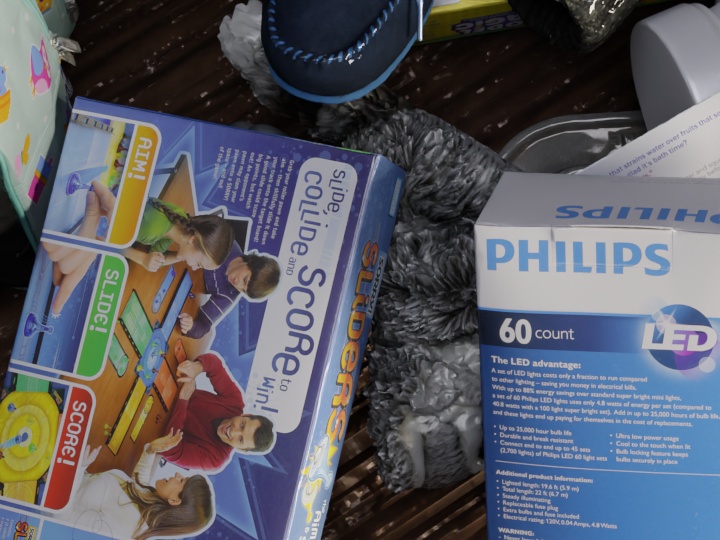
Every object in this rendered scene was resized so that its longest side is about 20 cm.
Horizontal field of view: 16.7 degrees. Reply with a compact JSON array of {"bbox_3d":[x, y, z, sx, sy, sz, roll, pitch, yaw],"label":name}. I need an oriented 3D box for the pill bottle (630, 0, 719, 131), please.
[{"bbox_3d":[0.217,-0.092,0.993,0.199,0.113,0.114,-19,79,-7],"label":"pill bottle"}]

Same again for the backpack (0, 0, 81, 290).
[{"bbox_3d":[-0.201,-0.082,0.974,0.175,0.200,0.154,10,76,5],"label":"backpack"}]

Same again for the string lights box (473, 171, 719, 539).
[{"bbox_3d":[0.100,0.068,0.913,0.102,0.059,0.201,3,112,15],"label":"string lights box"}]

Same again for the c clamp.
[{"bbox_3d":[0.147,0.010,1.029,0.198,0.027,0.172,2,80,2],"label":"c clamp"}]

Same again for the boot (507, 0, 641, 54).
[{"bbox_3d":[0.133,-0.152,0.925,0.157,0.211,0.080,-28,91,-10],"label":"boot"}]

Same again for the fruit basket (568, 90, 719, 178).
[{"bbox_3d":[0.206,-0.005,0.937,0.185,0.094,0.200,-30,108,17],"label":"fruit basket"}]

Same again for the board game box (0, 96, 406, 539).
[{"bbox_3d":[-0.070,0.043,0.947,0.135,0.034,0.201,12,85,21],"label":"board game box"}]

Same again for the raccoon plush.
[{"bbox_3d":[0.000,0.000,0.996,0.199,0.097,0.134,34,90,20],"label":"raccoon plush"}]

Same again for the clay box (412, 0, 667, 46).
[{"bbox_3d":[0.083,-0.168,1.055,0.198,0.048,0.116,-9,78,-1],"label":"clay box"}]

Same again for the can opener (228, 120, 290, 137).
[{"bbox_3d":[-0.078,0.034,1.031,0.067,0.053,0.201,37,81,-21],"label":"can opener"}]

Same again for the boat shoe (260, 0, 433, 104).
[{"bbox_3d":[0.004,-0.161,0.974,0.084,0.069,0.201,12,60,7],"label":"boat shoe"}]
